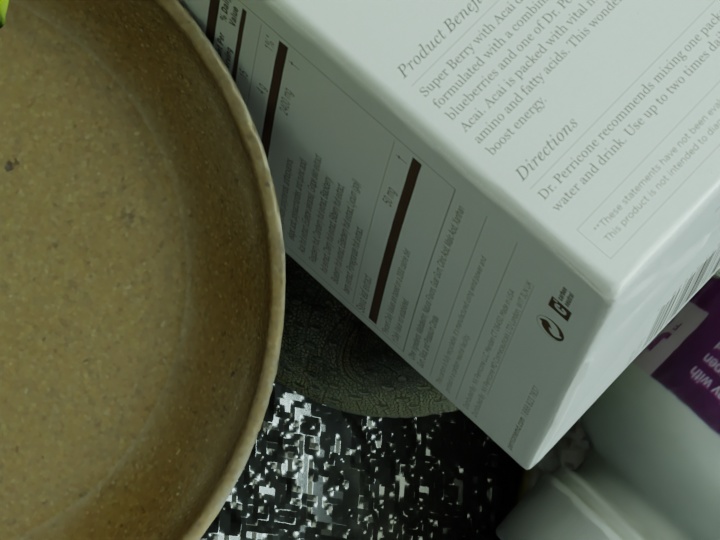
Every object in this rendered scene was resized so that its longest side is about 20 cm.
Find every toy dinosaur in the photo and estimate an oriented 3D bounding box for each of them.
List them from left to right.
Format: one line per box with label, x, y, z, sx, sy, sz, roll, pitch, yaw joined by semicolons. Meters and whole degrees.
toy dinosaur;0.000;0.000;0.727;0.198;0.077;0.103;12;84;-5

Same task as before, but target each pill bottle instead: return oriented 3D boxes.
pill bottle;0.138;0.037;0.782;0.200;0.112;0.112;-45;111;-3

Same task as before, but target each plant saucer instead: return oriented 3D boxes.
plant saucer;-0.116;0.001;0.634;0.199;0.035;0.202;0;96;2

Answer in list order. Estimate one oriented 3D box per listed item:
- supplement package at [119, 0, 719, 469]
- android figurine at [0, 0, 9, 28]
supplement package;0.015;-0.073;0.651;0.200;0.120;0.121;42;69;11
android figurine;-0.104;-0.153;0.585;0.041;0.181;0.202;32;66;-65
